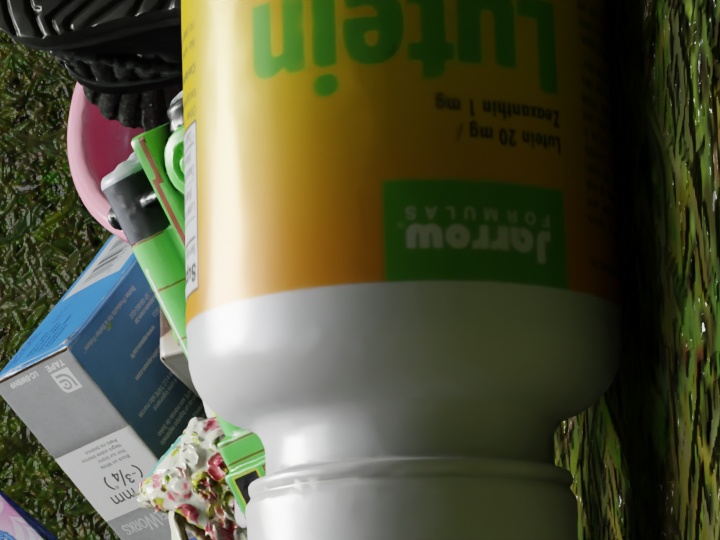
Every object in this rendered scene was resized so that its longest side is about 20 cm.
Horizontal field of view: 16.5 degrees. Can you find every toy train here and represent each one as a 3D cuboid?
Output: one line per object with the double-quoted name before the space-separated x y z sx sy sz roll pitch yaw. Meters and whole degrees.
"toy train" -0.016 0.044 0.709 0.042 0.056 0.200 -27 -89 -58

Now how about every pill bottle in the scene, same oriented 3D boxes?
"pill bottle" 0.010 -0.017 0.635 0.111 0.111 0.200 105 163 -78

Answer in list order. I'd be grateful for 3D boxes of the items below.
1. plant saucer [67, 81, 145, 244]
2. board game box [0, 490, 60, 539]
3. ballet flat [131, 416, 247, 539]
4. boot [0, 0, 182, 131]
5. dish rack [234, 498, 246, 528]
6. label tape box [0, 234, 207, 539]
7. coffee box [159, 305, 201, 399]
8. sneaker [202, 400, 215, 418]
"plant saucer" -0.048 -0.089 1.188 0.051 0.200 0.201 41 -145 -44
"board game box" -0.065 0.193 1.010 0.200 0.041 0.200 40 172 34
"ballet flat" -0.033 0.157 1.083 0.200 0.064 0.076 58 165 5
"boot" -0.047 -0.121 1.076 0.158 0.211 0.079 39 -131 -70
"dish rack" 0.000 0.000 1.004 0.200 0.044 0.172 -98 32 -62
"label tape box" -0.080 0.084 1.287 0.200 0.063 0.144 52 -143 -15
"coffee box" -0.038 -0.039 1.253 0.080 0.113 0.200 52 -151 -54
"sneaker" -0.008 0.088 1.126 0.105 0.076 0.200 18 136 64
